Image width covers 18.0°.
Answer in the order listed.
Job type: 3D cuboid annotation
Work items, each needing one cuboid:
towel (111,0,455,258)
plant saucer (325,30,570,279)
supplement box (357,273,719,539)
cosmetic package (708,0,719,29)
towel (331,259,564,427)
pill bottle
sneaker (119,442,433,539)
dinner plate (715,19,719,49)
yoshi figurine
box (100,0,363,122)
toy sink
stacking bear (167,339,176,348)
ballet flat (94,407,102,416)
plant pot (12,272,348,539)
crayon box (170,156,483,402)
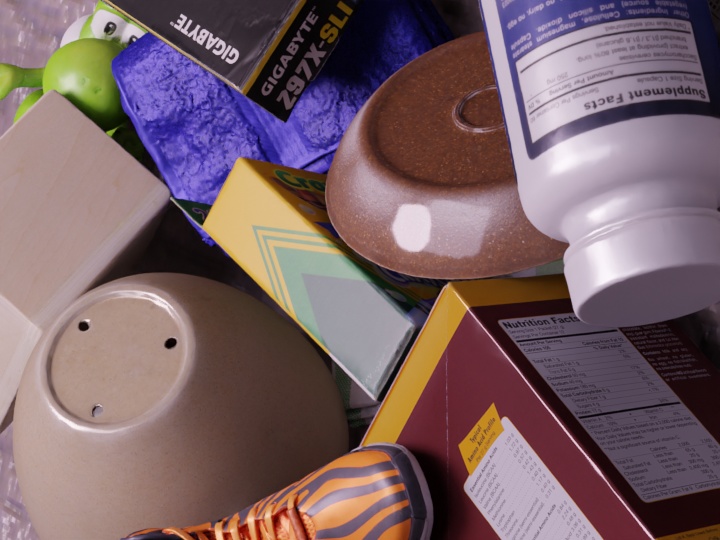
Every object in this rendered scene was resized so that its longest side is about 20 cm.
[{"bbox_3d":[-0.043,-0.111,1.349,0.199,0.050,0.148,-32,94,23],"label":"towel"},{"bbox_3d":[0.073,-0.075,1.210,0.200,0.200,0.037,26,146,42],"label":"plant saucer"},{"bbox_3d":[0.105,0.139,1.161,0.200,0.132,0.198,52,130,34],"label":"supplement box"},{"bbox_3d":[0.204,-0.175,1.161,0.200,0.071,0.106,51,121,35],"label":"cosmetic package"},{"bbox_3d":[0.055,0.003,1.317,0.199,0.031,0.150,-15,76,42],"label":"towel"},{"bbox_3d":[0.124,-0.080,1.098,0.111,0.111,0.201,-27,65,39],"label":"pill bottle"},{"bbox_3d":[-0.052,0.150,1.162,0.200,0.111,0.078,-39,64,46],"label":"sneaker"},{"bbox_3d":[0.227,-0.042,1.080,0.200,0.024,0.201,45,153,30],"label":"dinner plate"},{"bbox_3d":[-0.187,-0.099,1.474,0.200,0.112,0.113,-56,42,47],"label":"yoshi figurine"},{"bbox_3d":[-0.070,-0.198,1.316,0.200,0.049,0.160,36,92,42],"label":"box"},{"bbox_3d":[-0.219,-0.002,1.444,0.112,0.130,0.200,40,152,2],"label":"toy sink"},{"bbox_3d":[-0.106,0.128,1.410,0.121,0.113,0.201,-22,64,32],"label":"stacking bear"},{"bbox_3d":[-0.154,0.137,1.481,0.071,0.071,0.202,1,85,44],"label":"ballet flat"},{"bbox_3d":[-0.118,0.079,1.299,0.199,0.135,0.202,-7,59,12],"label":"plant pot"},{"bbox_3d":[0.000,0.000,1.267,0.200,0.125,0.052,42,111,37],"label":"crayon box"}]
